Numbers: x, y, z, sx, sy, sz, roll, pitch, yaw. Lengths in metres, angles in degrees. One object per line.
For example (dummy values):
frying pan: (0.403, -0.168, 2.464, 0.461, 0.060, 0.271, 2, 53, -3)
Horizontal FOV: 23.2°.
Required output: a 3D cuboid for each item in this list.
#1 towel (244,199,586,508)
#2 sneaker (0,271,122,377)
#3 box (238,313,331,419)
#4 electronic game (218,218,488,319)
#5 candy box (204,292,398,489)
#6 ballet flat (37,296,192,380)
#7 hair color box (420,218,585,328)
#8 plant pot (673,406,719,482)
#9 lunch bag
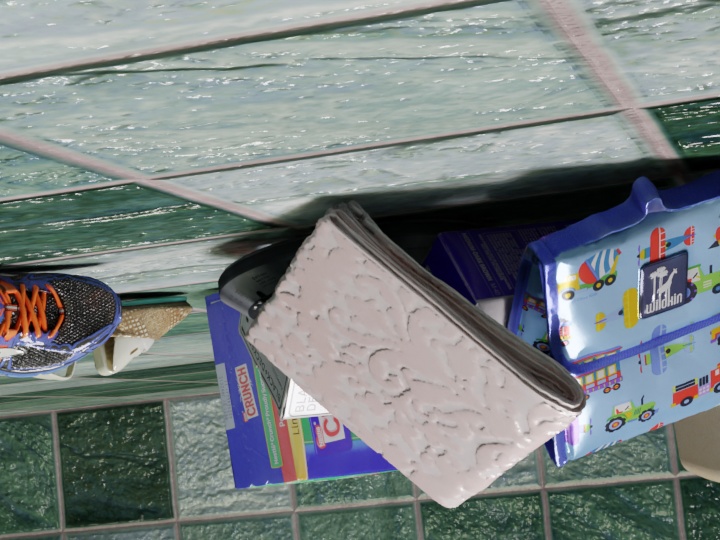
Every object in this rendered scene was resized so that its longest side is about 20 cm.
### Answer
towel: (0.028, 0.058, 1.099, 0.032, 0.191, 0.200, -50, 179, -30)
sneaker: (-0.254, 0.034, 1.178, 0.200, 0.075, 0.078, -5, 171, -26)
box: (0.018, 0.050, 1.354, 0.200, 0.060, 0.117, -3, -144, -21)
electronic game: (0.000, 0.000, 1.221, 0.200, 0.042, 0.200, -8, 167, -2)
candy box: (-0.033, 0.098, 1.520, 0.077, 0.169, 0.200, -16, 170, 37)
ballet flat: (-0.230, 0.057, 1.441, 0.200, 0.065, 0.071, -3, 173, -28)
hair color box: (0.123, 0.022, 1.193, 0.200, 0.065, 0.109, -5, 143, -32)
plant pot: (0.325, 0.062, 1.273, 0.200, 0.200, 0.177, -3, 167, -23)
lunch bag: (0.171, 0.010, 1.069, 0.151, 0.094, 0.200, -19, 143, -9)
